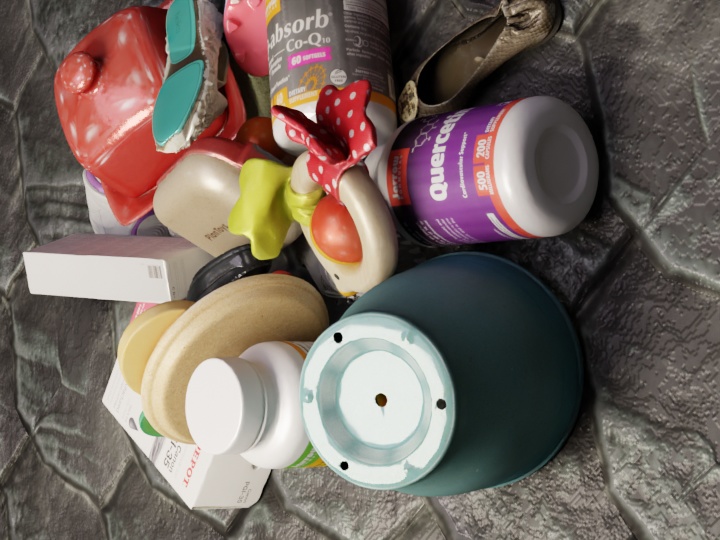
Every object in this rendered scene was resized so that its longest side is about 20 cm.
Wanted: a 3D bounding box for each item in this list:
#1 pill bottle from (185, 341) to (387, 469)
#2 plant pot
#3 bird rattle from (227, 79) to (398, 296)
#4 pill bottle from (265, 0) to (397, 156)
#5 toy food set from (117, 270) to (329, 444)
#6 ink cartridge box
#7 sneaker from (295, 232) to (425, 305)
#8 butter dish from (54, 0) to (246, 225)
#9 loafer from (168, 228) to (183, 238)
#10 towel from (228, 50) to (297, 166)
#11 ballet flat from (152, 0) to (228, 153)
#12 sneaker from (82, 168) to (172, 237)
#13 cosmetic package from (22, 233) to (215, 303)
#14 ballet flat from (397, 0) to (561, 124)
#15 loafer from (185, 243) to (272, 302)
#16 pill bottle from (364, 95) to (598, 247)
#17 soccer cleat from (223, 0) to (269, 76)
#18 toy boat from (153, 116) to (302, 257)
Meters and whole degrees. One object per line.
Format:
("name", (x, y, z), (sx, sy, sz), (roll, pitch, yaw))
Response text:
("pill bottle", (-0.050, 0.119, 1.403), (0.111, 0.199, 0.112), (-4, 85, 48))
("plant pot", (0.050, 0.090, 1.255), (0.199, 0.188, 0.201), (2, 95, 28))
("bird rattle", (-0.017, -0.063, 1.329), (0.163, 0.112, 0.200), (58, 146, 4))
("pill bottle", (-0.030, -0.212, 1.459), (0.116, 0.116, 0.201), (-24, 64, 45))
("toy food set", (-0.117, 0.082, 1.441), (0.049, 0.199, 0.198), (47, 160, 39))
("ink cartridge box", (-0.166, 0.128, 1.622), (0.200, 0.083, 0.147), (41, 116, 42))
("sneaker", (0.000, 0.000, 1.461), (0.200, 0.074, 0.082), (43, 126, 54))
("butter dish", (-0.240, -0.181, 1.602), (0.200, 0.148, 0.200), (-35, 61, 25))
("loafer", (-0.176, -0.094, 1.673), (0.072, 0.063, 0.201), (-33, 65, 21))
("towel", (-0.088, -0.163, 1.587), (0.200, 0.036, 0.149), (54, 125, 36))
("ballet flat", (-0.153, -0.185, 1.517), (0.072, 0.072, 0.201), (-37, 39, 41))
("sneaker", (-0.240, -0.034, 1.742), (0.200, 0.075, 0.100), (52, 149, 33))
("cosmetic package", (-0.245, -0.003, 1.627), (0.199, 0.082, 0.051), (3, 109, 36))
("ballet flat", (0.092, -0.183, 1.376), (0.200, 0.046, 0.068), (-32, 64, 43))
("loafer", (-0.134, 0.044, 1.489), (0.201, 0.068, 0.071), (-48, 65, 43))
("pill bottle", (0.092, -0.078, 1.319), (0.199, 0.112, 0.113), (-5, 84, 48))
("soccer cleat", (-0.109, -0.290, 1.534), (0.077, 0.066, 0.201), (-91, -10, -67))
("toy boat", (-0.112, -0.088, 1.509), (0.131, 0.130, 0.200), (-63, 15, -23))
